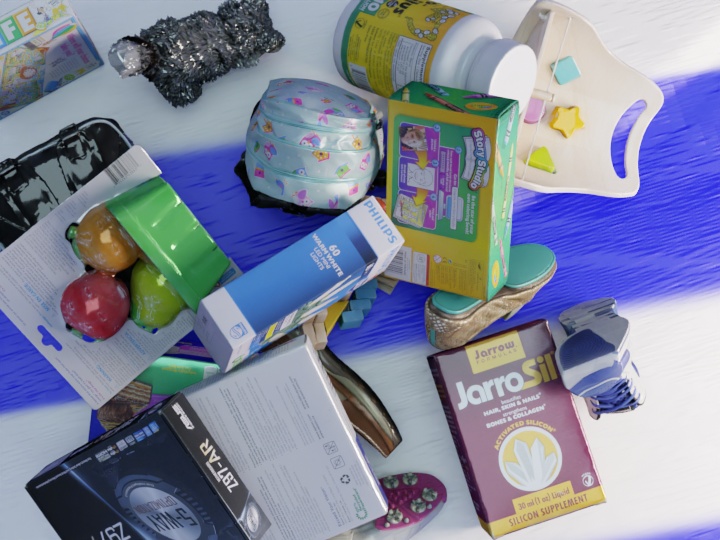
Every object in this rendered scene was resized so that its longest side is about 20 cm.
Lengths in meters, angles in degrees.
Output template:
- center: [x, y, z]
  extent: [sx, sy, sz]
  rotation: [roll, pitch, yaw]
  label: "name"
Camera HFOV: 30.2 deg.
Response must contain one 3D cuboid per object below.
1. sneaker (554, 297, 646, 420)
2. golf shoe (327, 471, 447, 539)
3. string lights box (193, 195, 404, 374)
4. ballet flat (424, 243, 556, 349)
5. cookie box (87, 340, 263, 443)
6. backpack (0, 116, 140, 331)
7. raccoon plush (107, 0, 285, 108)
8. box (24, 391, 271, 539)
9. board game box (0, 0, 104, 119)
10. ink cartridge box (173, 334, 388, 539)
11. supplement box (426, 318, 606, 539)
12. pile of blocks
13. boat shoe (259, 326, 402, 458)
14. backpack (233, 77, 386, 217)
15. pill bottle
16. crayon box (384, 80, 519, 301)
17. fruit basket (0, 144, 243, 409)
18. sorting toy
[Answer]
- center: [0.259, 0.106, 1.385]
  extent: [0.080, 0.199, 0.115]
  rotation: [-21, 100, 14]
  label: "sneaker"
- center: [0.006, 0.286, 1.418]
  extent: [0.200, 0.092, 0.075]
  rotation: [-27, 46, -21]
  label: "golf shoe"
- center: [-0.062, 0.014, 1.295]
  extent: [0.200, 0.103, 0.059]
  rotation: [-32, 81, -18]
  label: "string lights box"
- center: [0.135, 0.029, 1.421]
  extent: [0.200, 0.065, 0.070]
  rotation: [-23, 48, -39]
  label: "ballet flat"
- center: [-0.195, 0.178, 1.385]
  extent: [0.171, 0.075, 0.200]
  rotation: [8, 101, -2]
  label: "cookie box"
- center: [-0.282, -0.039, 1.380]
  extent: [0.177, 0.151, 0.200]
  rotation: [-30, 95, -6]
  label: "backpack"
- center: [-0.160, -0.230, 1.386]
  extent: [0.134, 0.200, 0.097]
  rotation: [-22, 104, 16]
  label: "raccoon plush"
- center: [-0.209, 0.229, 1.300]
  extent: [0.200, 0.044, 0.160]
  rotation: [-29, 98, 28]
  label: "box"
- center: [-0.343, -0.218, 1.367]
  extent: [0.134, 0.200, 0.034]
  rotation: [-29, 87, -5]
  label: "board game box"
- center: [-0.101, 0.191, 1.333]
  extent: [0.200, 0.043, 0.197]
  rotation: [-23, 102, 6]
  label: "ink cartridge box"
- center: [0.163, 0.165, 1.411]
  extent: [0.131, 0.103, 0.200]
  rotation: [-18, 86, -2]
  label: "supplement box"
- center: [0.000, 0.000, 1.402]
  extent: [0.082, 0.062, 0.200]
  rotation: [27, 64, 1]
  label: "pile of blocks"
- center: [-0.041, 0.127, 1.424]
  extent: [0.074, 0.076, 0.200]
  rotation: [-44, 80, 2]
  label: "boat shoe"
- center: [-0.052, -0.128, 1.367]
  extent: [0.166, 0.200, 0.127]
  rotation: [4, 108, 1]
  label: "backpack"
- center: [0.078, -0.220, 1.388]
  extent: [0.200, 0.113, 0.113]
  rotation: [26, 84, 34]
  label: "pill bottle"
- center: [0.089, -0.079, 1.335]
  extent: [0.119, 0.058, 0.200]
  rotation: [14, 119, 24]
  label: "crayon box"
- center: [-0.238, 0.007, 1.290]
  extent: [0.200, 0.094, 0.185]
  rotation: [-38, 115, -1]
  label: "fruit basket"
- center: [0.235, -0.163, 1.447]
  extent: [0.180, 0.107, 0.200]
  rotation: [18, 85, -9]
  label: "sorting toy"
